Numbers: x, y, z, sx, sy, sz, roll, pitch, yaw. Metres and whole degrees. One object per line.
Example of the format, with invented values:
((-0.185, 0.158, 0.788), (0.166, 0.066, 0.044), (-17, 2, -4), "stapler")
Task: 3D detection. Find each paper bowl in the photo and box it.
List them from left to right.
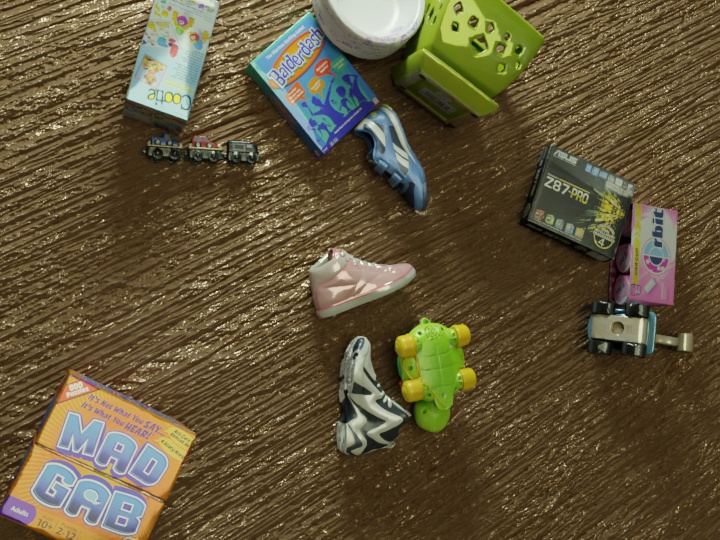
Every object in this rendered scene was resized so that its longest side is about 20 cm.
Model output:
((0.008, -0.473, 1.463), (0.196, 0.104, 0.206), (6, 75, -23), "paper bowl")

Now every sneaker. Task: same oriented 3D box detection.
((0.000, 0.000, 1.448), (0.196, 0.075, 0.107), (-21, 98, -16), "sneaker")
((0.031, 0.220, 1.443), (0.127, 0.079, 0.205), (5, 84, -21), "sneaker")
((0.056, -0.192, 1.488), (0.081, 0.074, 0.203), (-27, 88, -18), "sneaker")

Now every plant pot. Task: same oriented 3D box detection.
((0.177, -0.379, 1.484), (0.198, 0.199, 0.184), (32, 83, -15), "plant pot")

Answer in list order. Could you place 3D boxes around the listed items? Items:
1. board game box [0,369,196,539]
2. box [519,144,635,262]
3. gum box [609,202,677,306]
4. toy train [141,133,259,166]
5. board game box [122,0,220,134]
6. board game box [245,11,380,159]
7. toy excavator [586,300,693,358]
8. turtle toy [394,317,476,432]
((-0.386, 0.284, 1.219), (0.197, 0.199, 0.203), (29, 77, -16), "board game box")
((0.425, -0.129, 1.620), (0.196, 0.049, 0.164), (23, 78, -9), "box")
((0.568, -0.024, 1.665), (0.111, 0.066, 0.205), (7, 83, -21), "gum box")
((-0.266, -0.203, 1.387), (0.195, 0.034, 0.047), (0, 83, -21), "toy train")
((-0.309, -0.343, 1.345), (0.103, 0.103, 0.205), (17, 80, -18), "board game box")
((-0.082, -0.325, 1.458), (0.152, 0.045, 0.201), (-45, 101, -18), "board game box")
((0.553, 0.125, 1.638), (0.190, 0.199, 0.103), (4, 84, 25), "toy excavator")
((0.123, 0.186, 1.467), (0.143, 0.101, 0.205), (-7, 89, -22), "turtle toy")
